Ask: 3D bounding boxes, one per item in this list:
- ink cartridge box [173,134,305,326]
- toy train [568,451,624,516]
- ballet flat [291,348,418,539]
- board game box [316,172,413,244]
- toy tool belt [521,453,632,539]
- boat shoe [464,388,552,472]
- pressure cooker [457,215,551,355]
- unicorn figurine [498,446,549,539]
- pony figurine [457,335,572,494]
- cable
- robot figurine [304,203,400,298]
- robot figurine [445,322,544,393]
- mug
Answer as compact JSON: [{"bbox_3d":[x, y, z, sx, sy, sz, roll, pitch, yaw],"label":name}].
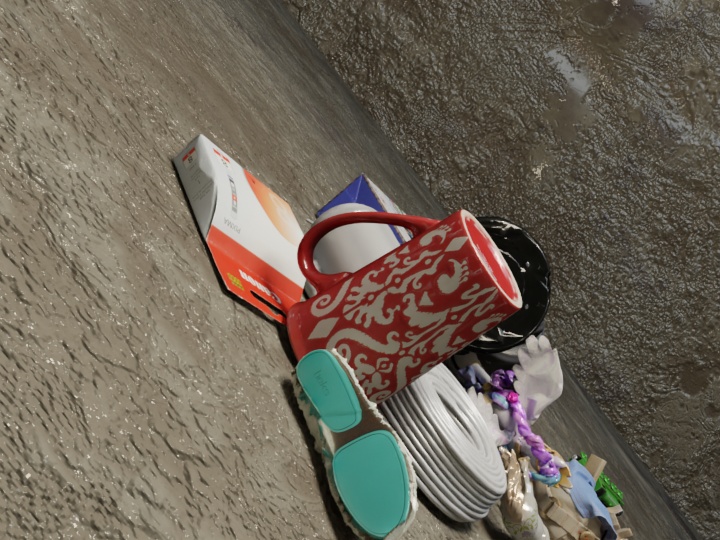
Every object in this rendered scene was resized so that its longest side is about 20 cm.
[{"bbox_3d":[-0.104,-0.032,0.937,0.162,0.050,0.201,39,15,-48],"label":"ink cartridge box"},{"bbox_3d":[0.485,0.438,1.852,0.200,0.041,0.057,45,23,-32],"label":"toy train"},{"bbox_3d":[-0.001,0.149,0.760,0.072,0.071,0.201,40,17,-44],"label":"ballet flat"},{"bbox_3d":[0.047,-0.022,1.375,0.200,0.096,0.160,38,18,-50],"label":"board game box"},{"bbox_3d":[0.295,0.326,1.196,0.126,0.122,0.201,56,9,-23],"label":"toy tool belt"},{"bbox_3d":[0.227,0.237,1.369,0.200,0.069,0.074,48,12,-20],"label":"boat shoe"},{"bbox_3d":[0.147,0.023,1.211,0.200,0.173,0.182,168,-88,-83],"label":"pressure cooker"},{"bbox_3d":[0.205,0.305,1.082,0.200,0.073,0.138,43,23,-37],"label":"unicorn figurine"},{"bbox_3d":[0.195,0.192,1.203,0.195,0.165,0.200,62,-14,-19],"label":"pony figurine"},{"bbox_3d":[0.087,0.177,0.996,0.200,0.069,0.201,37,19,-52],"label":"cable"},{"bbox_3d":[0.000,0.000,1.085,0.167,0.114,0.201,0,44,-31],"label":"robot figurine"},{"bbox_3d":[0.201,0.106,1.389,0.123,0.200,0.152,23,59,-5],"label":"robot figurine"},{"bbox_3d":[0.033,0.024,0.873,0.178,0.199,0.134,52,19,-18],"label":"mug"}]
